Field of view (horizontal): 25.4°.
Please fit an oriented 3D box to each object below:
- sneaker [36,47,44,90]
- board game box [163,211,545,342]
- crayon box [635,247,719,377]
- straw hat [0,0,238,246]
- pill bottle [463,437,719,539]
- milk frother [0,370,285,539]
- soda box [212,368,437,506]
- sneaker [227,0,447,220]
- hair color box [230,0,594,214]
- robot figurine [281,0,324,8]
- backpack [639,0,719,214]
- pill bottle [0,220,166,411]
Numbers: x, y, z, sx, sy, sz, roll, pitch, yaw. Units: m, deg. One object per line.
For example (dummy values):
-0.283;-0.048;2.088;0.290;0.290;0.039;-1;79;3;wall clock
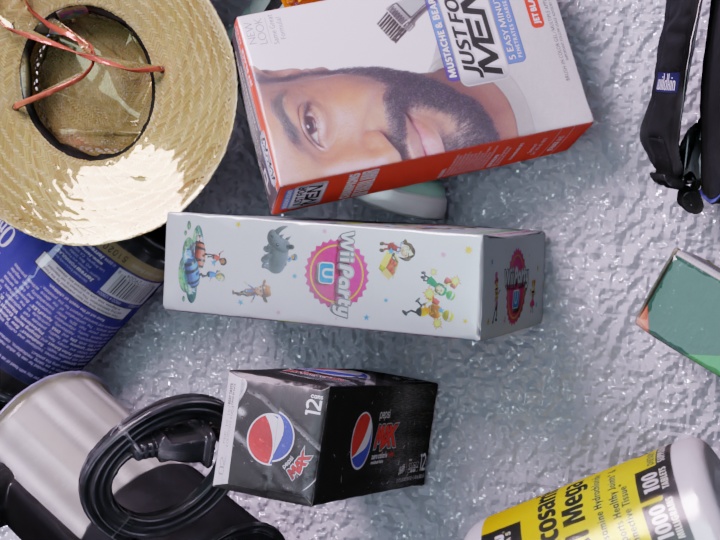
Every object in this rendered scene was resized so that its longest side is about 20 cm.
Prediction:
-0.207;-0.151;1.119;0.199;0.076;0.077;26;89;10;sneaker
0.000;0.000;0.984;0.199;0.147;0.065;3;93;21;board game box
0.260;0.061;0.897;0.199;0.127;0.051;32;98;20;crayon box
-0.168;-0.117;1.007;0.200;0.085;0.202;0;92;0;straw hat
0.131;0.184;0.944;0.199;0.112;0.113;-25;78;17;pill bottle
-0.152;0.124;0.989;0.188;0.180;0.201;34;110;33;milk frother
-0.015;0.096;0.957;0.063;0.200;0.071;8;89;20;soda box
-0.006;-0.123;1.032;0.200;0.074;0.119;38;106;21;sneaker
0.030;-0.113;0.978;0.199;0.064;0.112;-13;79;-11;hair color box
0.028;-0.236;1.005;0.199;0.058;0.145;-24;67;-6;robot figurine
0.256;-0.141;0.885;0.153;0.200;0.192;2;78;-10;backpack
-0.220;0.020;1.086;0.200;0.112;0.112;-46;73;11;pill bottle
